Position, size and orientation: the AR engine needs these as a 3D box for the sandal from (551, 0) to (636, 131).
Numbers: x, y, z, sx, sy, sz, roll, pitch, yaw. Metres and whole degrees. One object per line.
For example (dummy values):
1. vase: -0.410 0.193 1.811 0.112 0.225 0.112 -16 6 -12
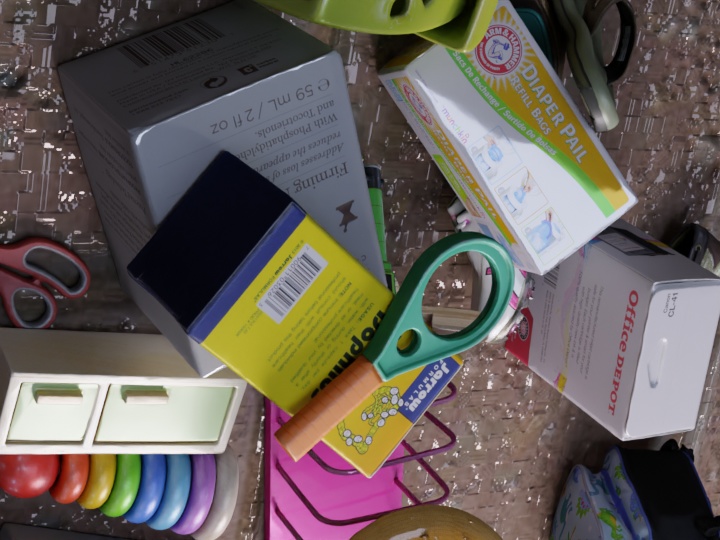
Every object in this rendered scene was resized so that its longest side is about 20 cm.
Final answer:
1. sandal: 0.197 -0.188 1.233 0.057 0.202 0.080 -22 132 19

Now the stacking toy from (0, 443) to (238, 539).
1. stacking toy: -0.203 0.165 1.242 0.198 0.085 0.086 14 104 -27

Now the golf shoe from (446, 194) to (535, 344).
1. golf shoe: 0.114 -0.036 1.345 0.091 0.073 0.202 6 103 -13

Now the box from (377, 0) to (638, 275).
1. box: 0.116 -0.109 1.235 0.101 0.112 0.201 -36 99 -6

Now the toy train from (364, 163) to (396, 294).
1. toy train: 0.000 0.000 1.247 0.056 0.042 0.202 5 74 -30

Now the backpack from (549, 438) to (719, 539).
1. backpack: 0.265 0.295 1.513 0.145 0.183 0.202 4 115 -7

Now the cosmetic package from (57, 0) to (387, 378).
1. cosmetic package: -0.101 -0.068 1.136 0.166 0.166 0.202 -25 123 -19

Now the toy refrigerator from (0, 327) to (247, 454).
1. toy refrigerator: -0.195 0.099 1.206 0.198 0.070 0.077 5 118 -32

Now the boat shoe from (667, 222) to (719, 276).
1. boat shoe: 0.276 0.040 1.474 0.065 0.073 0.201 41 84 -25

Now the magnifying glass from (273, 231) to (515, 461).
1. magnifying glass: 0.024 0.052 1.013 0.200 0.022 0.080 -40 126 -10

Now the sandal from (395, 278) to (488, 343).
1. sandal: 0.011 0.017 1.310 0.209 0.078 0.070 8 72 -18

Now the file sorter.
1. file sorter: 0.003 0.180 1.333 0.138 0.125 0.202 -10 116 -26

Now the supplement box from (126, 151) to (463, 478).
1. supplement box: -0.042 0.032 1.044 0.110 0.109 0.200 -50 127 -3

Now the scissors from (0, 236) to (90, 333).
1. scissors: -0.290 -0.020 1.141 0.200 0.014 0.073 37 92 -36

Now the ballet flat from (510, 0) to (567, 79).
1. ballet flat: 0.136 -0.238 1.275 0.072 0.067 0.201 -48 125 -29

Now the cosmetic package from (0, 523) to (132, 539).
1. cosmetic package: -0.203 0.274 1.267 0.198 0.102 0.075 14 102 -33

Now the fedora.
1. fedora: 0.036 0.271 1.266 0.198 0.082 0.203 -9 112 -21

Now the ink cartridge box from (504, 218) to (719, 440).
1. ink cartridge box: 0.219 0.040 1.353 0.085 0.200 0.149 -5 114 -28

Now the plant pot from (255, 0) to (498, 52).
1. plant pot: 0.012 -0.274 1.099 0.180 0.200 0.201 10 105 -39
